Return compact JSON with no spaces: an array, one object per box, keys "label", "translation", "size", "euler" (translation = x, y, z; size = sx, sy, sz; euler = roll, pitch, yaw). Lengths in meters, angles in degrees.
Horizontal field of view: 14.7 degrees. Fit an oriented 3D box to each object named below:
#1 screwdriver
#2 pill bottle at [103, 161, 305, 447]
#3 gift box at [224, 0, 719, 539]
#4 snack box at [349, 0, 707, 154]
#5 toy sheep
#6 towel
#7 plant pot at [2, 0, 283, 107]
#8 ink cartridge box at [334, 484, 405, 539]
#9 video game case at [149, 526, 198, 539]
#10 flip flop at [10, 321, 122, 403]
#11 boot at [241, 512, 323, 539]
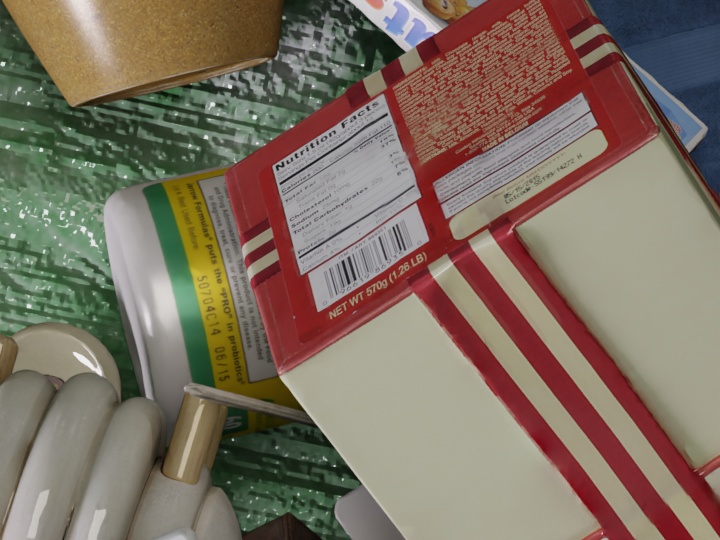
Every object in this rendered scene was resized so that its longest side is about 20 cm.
[{"label":"screwdriver","translation":[-0.016,0.057,1.101],"size":[0.029,0.200,0.028],"euler":[-31,68,13]},{"label":"pill bottle","translation":[0.000,0.000,1.172],"size":[0.199,0.113,0.113],"euler":[-13,77,-9]},{"label":"gift box","translation":[0.066,0.033,1.028],"size":[0.184,0.200,0.187],"euler":[-30,121,12]},{"label":"snack box","translation":[0.051,-0.103,1.155],"size":[0.200,0.024,0.072],"euler":[42,43,5]},{"label":"toy sheep","translation":[-0.113,0.100,1.071],"size":[0.199,0.138,0.139],"euler":[16,74,6]},{"label":"towel","translation":[0.124,-0.091,1.227],"size":[0.111,0.048,0.201],"euler":[-14,79,-33]},{"label":"plant pot","translation":[-0.104,-0.177,1.190],"size":[0.185,0.186,0.201],"euler":[-14,93,-9]},{"label":"ink cartridge box","translation":[0.090,0.145,1.166],"size":[0.116,0.068,0.200],"euler":[-34,81,-13]},{"label":"video game case","translation":[-0.107,0.218,0.999],"size":[0.181,0.023,0.201],"euler":[-22,88,1]},{"label":"flip flop","translation":[-0.147,0.118,1.152],"size":[0.081,0.058,0.201],"euler":[17,81,-1]},{"label":"boot","translation":[-0.063,0.195,1.104],"size":[0.186,0.064,0.201],"euler":[11,66,-41]}]
